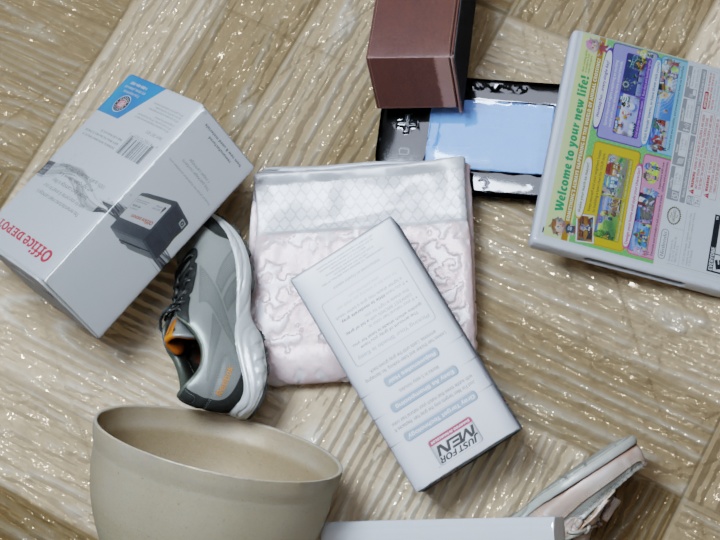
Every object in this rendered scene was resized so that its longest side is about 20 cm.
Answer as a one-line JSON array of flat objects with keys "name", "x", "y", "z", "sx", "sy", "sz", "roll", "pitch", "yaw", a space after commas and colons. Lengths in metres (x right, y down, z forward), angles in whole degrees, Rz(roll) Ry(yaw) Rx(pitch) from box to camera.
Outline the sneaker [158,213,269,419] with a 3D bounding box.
[{"name": "sneaker", "x": -0.132, "y": 0.029, "z": 1.541, "sx": 0.079, "sy": 0.074, "sz": 0.201, "roll": 7, "pitch": 51, "yaw": -30}]

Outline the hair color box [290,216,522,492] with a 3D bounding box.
[{"name": "hair color box", "x": 0.038, "y": 0.069, "z": 1.491, "sx": 0.099, "sy": 0.061, "sz": 0.201, "roll": -32, "pitch": 81, "yaw": 3}]

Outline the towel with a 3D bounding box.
[{"name": "towel", "x": 0.000, "y": 0.000, "z": 1.562, "sx": 0.198, "sy": 0.032, "sz": 0.193, "roll": -3, "pitch": 75, "yaw": 10}]

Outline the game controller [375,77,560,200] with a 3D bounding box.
[{"name": "game controller", "x": 0.113, "y": -0.114, "z": 1.598, "sx": 0.198, "sy": 0.042, "sz": 0.105, "roll": 5, "pitch": 68, "yaw": 12}]

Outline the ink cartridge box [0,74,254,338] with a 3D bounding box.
[{"name": "ink cartridge box", "x": -0.210, "y": -0.058, "z": 1.575, "sx": 0.200, "sy": 0.084, "sz": 0.145, "roll": -48, "pitch": 36, "yaw": -11}]

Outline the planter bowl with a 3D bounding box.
[{"name": "planter bowl", "x": -0.125, "y": 0.197, "z": 1.441, "sx": 0.199, "sy": 0.200, "sz": 0.136, "roll": 15, "pitch": 98, "yaw": 15}]

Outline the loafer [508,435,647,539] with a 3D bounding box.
[{"name": "loafer", "x": 0.148, "y": 0.208, "z": 1.449, "sx": 0.199, "sy": 0.072, "sz": 0.063, "roll": -35, "pitch": 82, "yaw": 1}]

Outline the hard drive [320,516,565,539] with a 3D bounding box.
[{"name": "hard drive", "x": 0.063, "y": 0.258, "z": 1.408, "sx": 0.198, "sy": 0.026, "sz": 0.133, "roll": -6, "pitch": 81, "yaw": 28}]

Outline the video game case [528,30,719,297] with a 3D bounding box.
[{"name": "video game case", "x": 0.247, "y": -0.090, "z": 1.550, "sx": 0.180, "sy": 0.022, "sz": 0.202, "roll": 14, "pitch": 70, "yaw": -3}]

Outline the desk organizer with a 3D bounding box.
[{"name": "desk organizer", "x": 0.058, "y": -0.238, "z": 1.618, "sx": 0.076, "sy": 0.072, "sz": 0.201, "roll": 1, "pitch": 54, "yaw": 11}]
